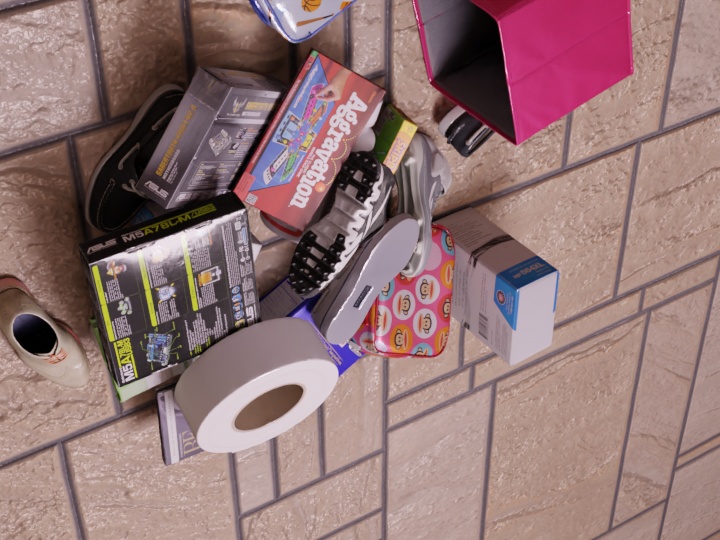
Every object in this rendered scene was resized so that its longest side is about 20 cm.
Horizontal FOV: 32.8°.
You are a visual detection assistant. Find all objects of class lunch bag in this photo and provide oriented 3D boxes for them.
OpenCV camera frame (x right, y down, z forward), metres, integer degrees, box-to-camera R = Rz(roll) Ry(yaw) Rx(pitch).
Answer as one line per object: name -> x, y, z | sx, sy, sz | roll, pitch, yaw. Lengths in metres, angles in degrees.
lunch bag -> -0.077, -0.365, 1.383 | 0.160, 0.076, 0.200 | -38, 138, -5
lunch bag -> 0.048, 0.025, 1.727 | 0.176, 0.082, 0.201 | 7, 87, -43

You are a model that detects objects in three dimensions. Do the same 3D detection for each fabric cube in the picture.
fabric cube -> 0.205, -0.318, 1.551 | 0.199, 0.196, 0.200 | -31, 136, -15

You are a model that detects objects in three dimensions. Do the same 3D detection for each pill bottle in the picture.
pill bottle -> -0.048, -0.141, 1.549 | 0.114, 0.114, 0.200 | 0, 121, -38

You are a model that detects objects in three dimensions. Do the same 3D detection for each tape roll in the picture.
tape roll -> -0.131, 0.147, 1.551 | 0.202, 0.071, 0.203 | -26, 154, -14

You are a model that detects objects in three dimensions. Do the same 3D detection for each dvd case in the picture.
dvd case -> -0.177, 0.177, 1.648 | 0.200, 0.016, 0.149 | -19, 138, -22

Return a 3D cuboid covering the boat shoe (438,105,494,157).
boat shoe -> 0.202, -0.232, 1.693 | 0.200, 0.060, 0.076 | -38, 166, -1

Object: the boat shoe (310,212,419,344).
boat shoe -> 0.000, 0.000, 1.623 | 0.071, 0.070, 0.200 | 19, 109, -46

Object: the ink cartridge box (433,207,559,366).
ink cartridge box -> 0.191, 0.020, 1.801 | 0.084, 0.200, 0.146 | -24, 134, -26

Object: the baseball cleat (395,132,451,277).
baseball cleat -> 0.089, -0.091, 1.675 | 0.106, 0.070, 0.201 | 0, 88, -45

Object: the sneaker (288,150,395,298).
sneaker -> -0.014, -0.050, 1.508 | 0.090, 0.066, 0.200 | 8, 115, -59

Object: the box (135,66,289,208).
box -> -0.163, -0.154, 1.429 | 0.159, 0.048, 0.200 | -60, 166, 16

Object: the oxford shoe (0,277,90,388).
oxford shoe -> -0.386, 0.095, 1.492 | 0.071, 0.074, 0.200 | -40, 138, -6

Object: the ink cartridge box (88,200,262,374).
ink cartridge box -> -0.236, 0.024, 1.548 | 0.146, 0.086, 0.200 | 8, 118, -42

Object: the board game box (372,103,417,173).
board game box -> 0.011, -0.117, 1.619 | 0.030, 0.096, 0.200 | 25, 103, -20

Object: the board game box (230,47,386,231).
board game box -> -0.063, -0.154, 1.464 | 0.103, 0.019, 0.200 | 26, 104, -19

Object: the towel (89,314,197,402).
towel -> -0.223, 0.073, 1.512 | 0.200, 0.031, 0.149 | -27, 134, -18

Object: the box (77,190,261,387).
box -> -0.216, 0.023, 1.428 | 0.193, 0.048, 0.200 | -20, 134, -18

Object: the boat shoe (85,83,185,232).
boat shoe -> -0.255, -0.123, 1.437 | 0.076, 0.060, 0.200 | 15, 111, -44

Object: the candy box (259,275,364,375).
candy box -> -0.112, 0.120, 1.729 | 0.200, 0.077, 0.169 | -40, 138, -4
